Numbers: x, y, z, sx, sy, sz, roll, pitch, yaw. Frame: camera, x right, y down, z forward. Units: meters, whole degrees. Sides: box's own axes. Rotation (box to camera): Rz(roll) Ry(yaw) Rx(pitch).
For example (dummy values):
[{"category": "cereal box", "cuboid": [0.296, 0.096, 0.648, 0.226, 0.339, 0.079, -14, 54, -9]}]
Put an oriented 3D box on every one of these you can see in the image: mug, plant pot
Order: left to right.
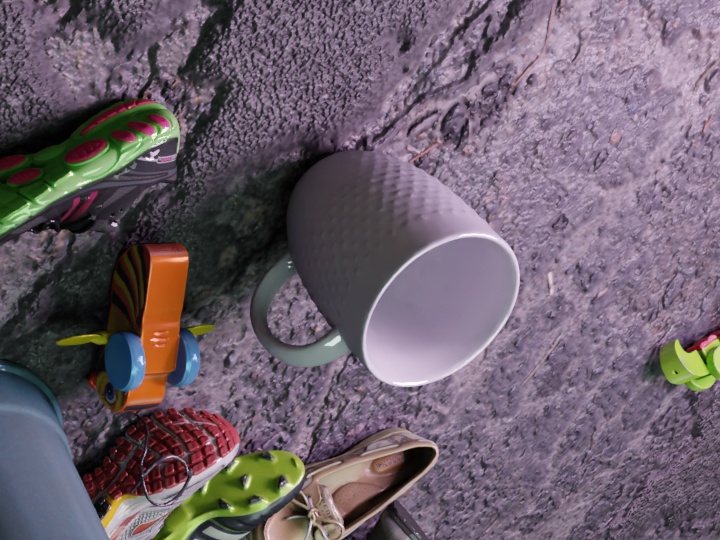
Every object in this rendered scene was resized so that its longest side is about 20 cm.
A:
[{"category": "plant pot", "cuboid": [-0.286, 0.204, 1.285, 0.200, 0.196, 0.200, -20, 133, -23]}, {"category": "mug", "cuboid": [0.000, 0.000, 1.349, 0.200, 0.175, 0.148, -37, 138, -5]}]

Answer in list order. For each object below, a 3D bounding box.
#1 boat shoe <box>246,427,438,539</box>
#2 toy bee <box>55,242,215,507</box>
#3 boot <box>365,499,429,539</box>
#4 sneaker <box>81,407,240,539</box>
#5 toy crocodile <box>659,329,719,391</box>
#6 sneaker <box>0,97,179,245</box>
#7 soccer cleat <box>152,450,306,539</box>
[{"category": "boat shoe", "cuboid": [-0.018, 0.210, 1.576, 0.200, 0.063, 0.073, -33, 100, -21]}, {"category": "toy bee", "cuboid": [-0.189, 0.072, 1.338, 0.131, 0.109, 0.200, 24, 83, -38]}, {"category": "boot", "cuboid": [0.007, 0.301, 1.644, 0.131, 0.068, 0.200, -36, 163, -10]}, {"category": "sneaker", "cuboid": [-0.194, 0.190, 1.445, 0.200, 0.078, 0.082, -31, 145, -3]}, {"category": "toy crocodile", "cuboid": [0.410, 0.083, 1.823, 0.200, 0.062, 0.068, -19, 173, -27]}, {"category": "sneaker", "cuboid": [-0.216, -0.051, 1.217, 0.200, 0.077, 0.084, -26, 132, -16]}, {"category": "soccer cleat", "cuboid": [-0.137, 0.231, 1.527, 0.200, 0.068, 0.081, -30, 147, -4]}]
